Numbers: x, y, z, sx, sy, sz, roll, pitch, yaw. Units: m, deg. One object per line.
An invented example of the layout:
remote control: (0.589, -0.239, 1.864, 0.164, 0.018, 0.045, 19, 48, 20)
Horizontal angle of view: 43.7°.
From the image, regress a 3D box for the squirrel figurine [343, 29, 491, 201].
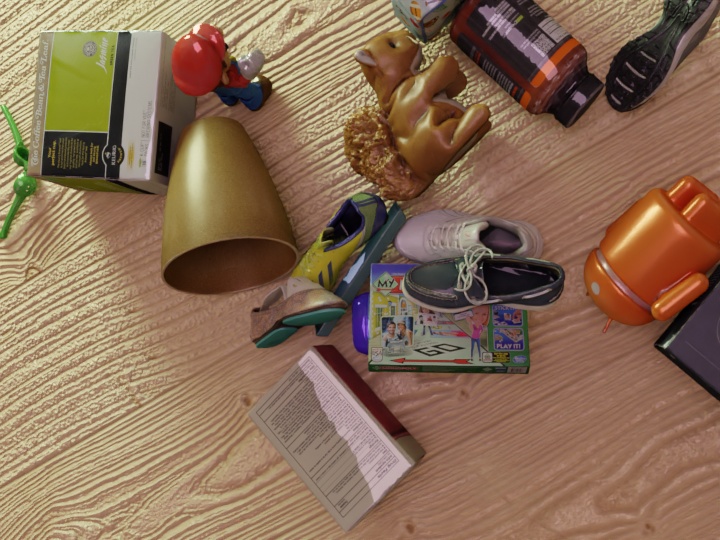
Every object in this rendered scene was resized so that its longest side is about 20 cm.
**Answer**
squirrel figurine: (0.050, -0.201, 1.158, 0.200, 0.141, 0.187, -44, 86, 15)

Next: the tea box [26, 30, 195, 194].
tea box: (-0.344, -0.219, 1.265, 0.192, 0.133, 0.205, 5, 87, 13)

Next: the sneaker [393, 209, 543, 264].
sneaker: (0.134, -0.045, 1.152, 0.195, 0.099, 0.080, 0, 86, 14)

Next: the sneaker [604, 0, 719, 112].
sneaker: (0.385, -0.281, 1.120, 0.074, 0.079, 0.202, 49, 116, 29)

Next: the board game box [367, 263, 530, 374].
board game box: (0.108, 0.059, 1.113, 0.195, 0.029, 0.138, 0, 64, 3)

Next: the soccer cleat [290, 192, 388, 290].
soccer cleat: (-0.044, -0.028, 1.184, 0.200, 0.083, 0.065, -47, 68, 28)

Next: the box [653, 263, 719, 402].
box: (0.485, 0.078, 1.045, 0.199, 0.124, 0.198, 41, 95, 12)

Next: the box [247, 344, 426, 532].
box: (-0.028, 0.213, 1.172, 0.128, 0.109, 0.200, -44, 78, 7)

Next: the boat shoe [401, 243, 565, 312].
boat shoe: (0.148, 0.012, 1.083, 0.195, 0.062, 0.076, 6, 64, 6)

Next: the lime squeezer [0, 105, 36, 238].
lime squeezer: (-0.517, -0.152, 1.361, 0.070, 0.037, 0.206, -4, 86, 45)

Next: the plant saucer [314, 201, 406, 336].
plant saucer: (0.000, 0.000, 1.200, 0.019, 0.070, 0.202, 31, 98, -10)

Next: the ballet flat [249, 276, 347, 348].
ballet flat: (-0.090, 0.047, 1.181, 0.198, 0.067, 0.069, -25, 67, 45)

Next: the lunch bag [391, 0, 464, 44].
lunch bag: (0.113, -0.372, 1.132, 0.160, 0.200, 0.076, -44, 92, 7)

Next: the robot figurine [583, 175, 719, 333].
robot figurine: (0.349, -0.015, 1.076, 0.145, 0.116, 0.201, 50, 117, 19)

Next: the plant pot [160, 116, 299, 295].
plant pot: (-0.189, -0.095, 1.209, 0.182, 0.186, 0.204, -17, 70, 12)

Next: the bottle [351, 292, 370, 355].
bottle: (0.087, 0.065, 1.174, 0.195, 0.065, 0.086, -4, 80, 14)

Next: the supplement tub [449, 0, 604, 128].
supplement tub: (0.214, -0.274, 1.142, 0.200, 0.107, 0.107, 45, 97, 9)

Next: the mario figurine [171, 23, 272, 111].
mario figurine: (-0.180, -0.279, 1.193, 0.121, 0.200, 0.108, -22, 82, 11)
